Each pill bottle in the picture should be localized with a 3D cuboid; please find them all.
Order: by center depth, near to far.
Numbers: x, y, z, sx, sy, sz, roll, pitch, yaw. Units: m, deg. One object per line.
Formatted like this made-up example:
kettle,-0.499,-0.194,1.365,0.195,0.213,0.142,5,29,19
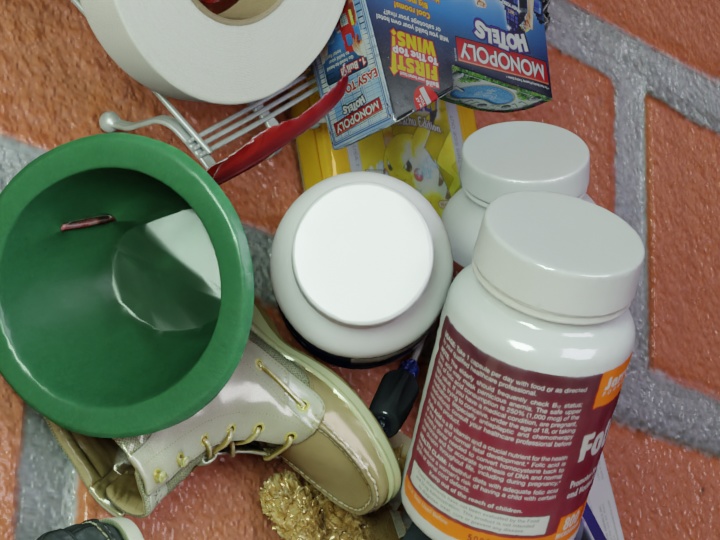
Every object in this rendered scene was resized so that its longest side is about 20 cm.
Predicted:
pill bottle,0.097,0.063,1.270,0.114,0.114,0.201,-27,138,-48
pill bottle,0.000,0.000,1.313,0.200,0.110,0.112,97,-16,-84
pill bottle,0.107,0.008,1.445,0.112,0.111,0.202,-40,139,-46

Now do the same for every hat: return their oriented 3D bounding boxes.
hat,-0.098,-0.005,1.249,0.176,0.199,0.167,-20,91,-69

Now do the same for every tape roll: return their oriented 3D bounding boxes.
tape roll,-0.083,-0.198,1.260,0.202,0.037,0.205,-11,106,-45

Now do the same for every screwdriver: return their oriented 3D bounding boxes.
screwdriver,0.036,0.054,1.441,0.200,0.028,0.029,-65,150,-58

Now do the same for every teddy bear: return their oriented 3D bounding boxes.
teddy bear,-0.008,0.174,1.373,0.144,0.066,0.202,21,57,-48

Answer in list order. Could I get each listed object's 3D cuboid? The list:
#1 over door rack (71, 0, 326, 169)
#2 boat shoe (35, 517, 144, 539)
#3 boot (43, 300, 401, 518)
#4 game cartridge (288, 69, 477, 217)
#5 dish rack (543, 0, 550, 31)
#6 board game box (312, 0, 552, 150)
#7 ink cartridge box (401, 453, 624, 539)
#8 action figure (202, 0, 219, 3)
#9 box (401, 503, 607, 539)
over door rack,-0.116,-0.150,1.347,0.201,0.066,0.148,56,42,-1
boat shoe,-0.147,0.235,1.183,0.066,0.074,0.201,8,73,-44
boot,-0.082,0.102,1.273,0.200,0.072,0.155,45,47,-2
game cartridge,0.021,-0.106,1.503,0.175,0.032,0.202,-2,81,-49
dish rack,0.053,-0.224,1.526,0.200,0.054,0.154,51,40,-13
board game box,0.033,-0.168,1.394,0.199,0.061,0.202,13,66,-40
ink cartridge box,0.096,0.200,1.501,0.199,0.047,0.162,-12,88,-32
action figure,-0.136,-0.193,1.271,0.199,0.051,0.066,6,68,-45
box,0.089,0.213,1.369,0.142,0.078,0.200,59,33,-15
